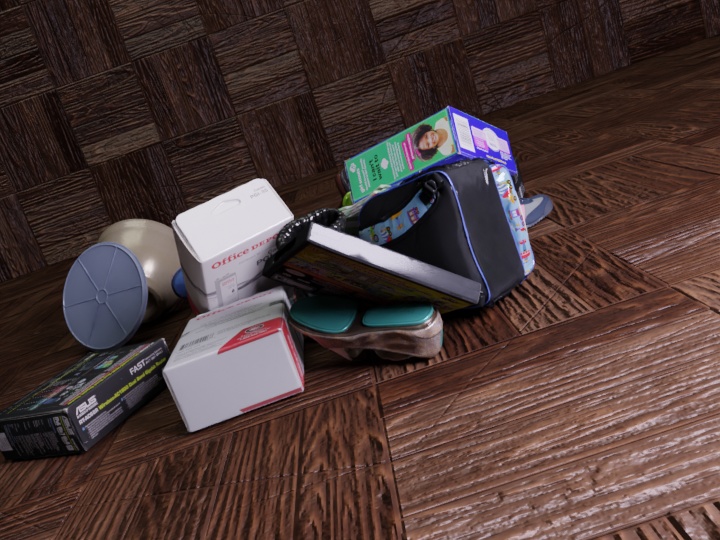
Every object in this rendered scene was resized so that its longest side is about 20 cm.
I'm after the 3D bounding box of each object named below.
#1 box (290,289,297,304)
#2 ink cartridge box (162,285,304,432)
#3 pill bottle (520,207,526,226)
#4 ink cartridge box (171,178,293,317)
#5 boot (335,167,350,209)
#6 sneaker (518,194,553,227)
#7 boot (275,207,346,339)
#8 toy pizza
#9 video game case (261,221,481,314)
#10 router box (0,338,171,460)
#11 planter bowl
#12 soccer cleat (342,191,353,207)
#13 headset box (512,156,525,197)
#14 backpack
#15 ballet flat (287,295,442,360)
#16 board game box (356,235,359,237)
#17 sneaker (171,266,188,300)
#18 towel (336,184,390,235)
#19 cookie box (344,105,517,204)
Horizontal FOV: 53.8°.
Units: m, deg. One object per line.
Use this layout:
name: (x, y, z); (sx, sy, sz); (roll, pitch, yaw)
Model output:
box: (-0.167, 0.039, 1.233); (0.135, 0.038, 0.200); (-19, 14, 1)
ink cartridge box: (-0.149, 0.101, 0.883); (0.143, 0.085, 0.200); (-20, 14, 0)
pill bottle: (0.135, -0.054, 1.032); (0.198, 0.114, 0.113); (-17, 14, 8)
ink cartridge box: (-0.173, -0.012, 1.000); (0.146, 0.083, 0.201); (-29, -27, -22)
boot: (-0.067, -0.094, 1.322); (0.198, 0.189, 0.069); (-11, 50, 22)
sneaker: (0.225, -0.098, 1.141); (0.199, 0.083, 0.070); (-25, 14, -23)
boot: (-0.028, -0.022, 0.987); (0.079, 0.159, 0.211); (4, 32, 29)
toy pizza: (-0.467, 0.049, 1.308); (0.198, 0.203, 0.032); (-13, -11, 21)
video game case: (0.005, 0.010, 0.797); (0.198, 0.026, 0.180); (20, -18, -18)
router box: (-0.366, 0.170, 0.954); (0.148, 0.063, 0.200); (-13, 15, 26)
planter bowl: (-0.440, 0.018, 1.410); (0.198, 0.201, 0.136); (-16, 41, 13)
soccer cleat: (0.062, -0.088, 1.230); (0.198, 0.068, 0.081); (17, 0, -5)
headset box: (0.202, -0.140, 1.341); (0.198, 0.076, 0.149); (-13, 16, 23)
backpack: (0.096, -0.037, 0.906); (0.134, 0.184, 0.199); (-25, 6, -38)
ballet flat: (0.004, 0.073, 0.814); (0.198, 0.068, 0.068); (3, 39, 34)
board game box: (-0.084, -0.051, 1.250); (0.197, 0.035, 0.135); (1, -9, 11)
sneaker: (-0.230, 0.011, 1.169); (0.198, 0.082, 0.147); (-13, 9, 1)
towel: (0.004, -0.083, 1.054); (0.199, 0.024, 0.152); (-24, -10, 39)
cookie box: (0.105, -0.156, 1.073); (0.199, 0.076, 0.170); (-22, -18, 37)
